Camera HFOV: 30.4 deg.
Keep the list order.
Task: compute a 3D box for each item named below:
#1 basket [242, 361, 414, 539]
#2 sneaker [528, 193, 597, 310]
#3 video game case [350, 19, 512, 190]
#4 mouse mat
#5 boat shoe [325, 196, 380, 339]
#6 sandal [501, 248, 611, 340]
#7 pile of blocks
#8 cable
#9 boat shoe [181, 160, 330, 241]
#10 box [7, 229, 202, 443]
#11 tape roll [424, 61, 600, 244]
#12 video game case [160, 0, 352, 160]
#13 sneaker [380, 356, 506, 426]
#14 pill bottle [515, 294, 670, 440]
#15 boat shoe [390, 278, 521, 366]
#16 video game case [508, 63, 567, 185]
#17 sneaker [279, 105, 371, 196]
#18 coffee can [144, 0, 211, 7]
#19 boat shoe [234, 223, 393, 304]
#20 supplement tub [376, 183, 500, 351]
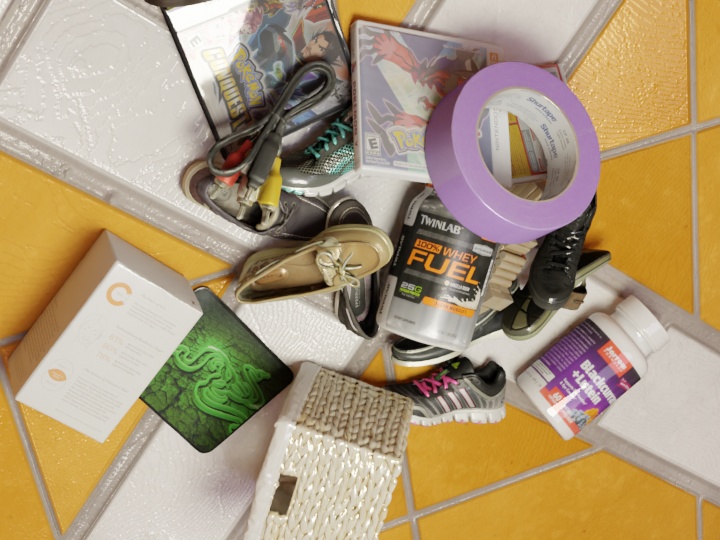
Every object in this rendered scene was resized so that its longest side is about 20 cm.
[{"bbox_3d":[-0.039,0.250,1.648,0.160,0.200,0.199,17,109,0],"label":"basket"},{"bbox_3d":[0.260,-0.054,1.677,0.060,0.200,0.104,16,143,8],"label":"sneaker"},{"bbox_3d":[0.083,-0.189,1.537,0.200,0.023,0.183,5,74,-25],"label":"video game case"},{"bbox_3d":[-0.195,0.128,1.660,0.161,0.008,0.200,-41,125,1],"label":"mouse mat"},{"bbox_3d":[0.000,0.000,1.624,0.067,0.057,0.200,-26,135,-24],"label":"boat shoe"},{"bbox_3d":[0.253,0.033,1.728,0.201,0.080,0.057,-42,122,-29],"label":"sandal"},{"bbox_3d":[0.185,-0.035,1.696,0.062,0.082,0.200,16,101,-48],"label":"pile of blocks"},{"bbox_3d":[-0.105,-0.155,1.492,0.097,0.050,0.200,28,78,-9],"label":"cable"},{"bbox_3d":[-0.112,-0.072,1.555,0.200,0.065,0.072,21,103,-31],"label":"boat shoe"},{"bbox_3d":[-0.297,0.076,1.533,0.124,0.098,0.200,34,100,-30],"label":"box"},{"bbox_3d":[0.175,-0.134,1.520,0.200,0.066,0.201,7,74,-26],"label":"tape roll"},{"bbox_3d":[-0.106,-0.244,1.492,0.180,0.026,0.200,-26,123,-9],"label":"video game case"},{"bbox_3d":[0.113,0.154,1.766,0.200,0.074,0.088,3,111,-26],"label":"sneaker"},{"bbox_3d":[0.321,0.129,1.814,0.200,0.111,0.111,-41,124,1],"label":"pill bottle"},{"bbox_3d":[0.125,0.067,1.728,0.200,0.072,0.068,-22,117,-17],"label":"boat shoe"},{"bbox_3d":[0.170,-0.171,1.597,0.200,0.017,0.143,-9,79,-20],"label":"video game case"},{"bbox_3d":[-0.019,-0.149,1.550,0.200,0.078,0.091,-18,124,-24],"label":"sneaker"},{"bbox_3d":[-0.178,-0.384,1.317,0.146,0.146,0.200,-23,122,-11],"label":"coffee can"},{"bbox_3d":[-0.055,0.001,1.562,0.200,0.063,0.073,-17,116,26],"label":"boat shoe"},{"bbox_3d":[0.102,-0.011,1.627,0.122,0.122,0.200,15,92,-28],"label":"supplement tub"}]
